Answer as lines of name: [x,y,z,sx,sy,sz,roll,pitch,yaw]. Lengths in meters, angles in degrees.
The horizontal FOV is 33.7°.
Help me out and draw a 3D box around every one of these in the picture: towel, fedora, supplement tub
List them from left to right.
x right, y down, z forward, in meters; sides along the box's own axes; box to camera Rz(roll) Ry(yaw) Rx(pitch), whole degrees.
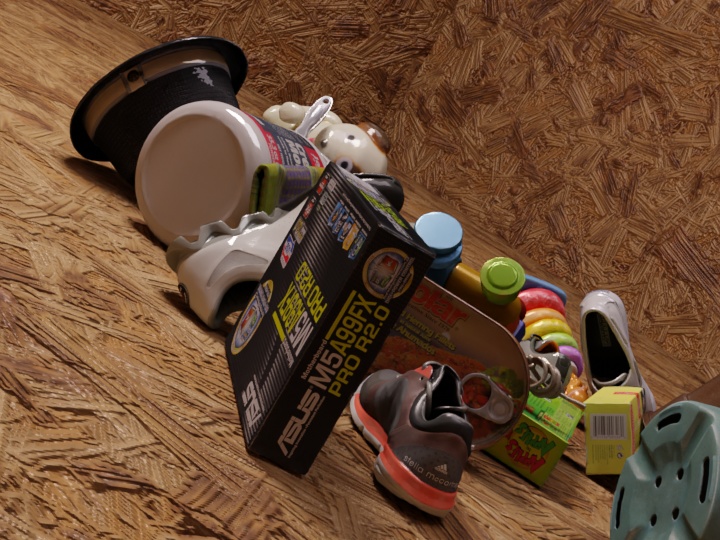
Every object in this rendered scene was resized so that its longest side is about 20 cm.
fedora: [-0.190,-0.146,1.212,0.092,0.200,0.200,61,19,18]
supplement tub: [-0.110,-0.077,1.148,0.140,0.141,0.200,34,10,22]
towel: [-0.050,-0.024,1.077,0.023,0.145,0.200,2,1,21]

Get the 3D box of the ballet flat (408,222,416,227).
ballet flat: [0.000,0.000,1.095,0.063,0.068,0.200,36,39,-4]

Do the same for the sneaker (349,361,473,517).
sneaker: [0.049,0.103,0.860,0.077,0.082,0.200,28,9,-15]

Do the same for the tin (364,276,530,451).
tin: [0.047,0.065,0.974,0.199,0.113,0.042,33,10,13]

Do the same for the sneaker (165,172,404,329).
sneaker: [-0.046,-0.009,0.944,0.074,0.198,0.089,83,-18,-57]

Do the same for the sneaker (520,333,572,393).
sneaker: [0.186,0.107,1.316,0.073,0.080,0.200,27,4,-15]

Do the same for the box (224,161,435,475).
box: [-0.029,0.022,0.800,0.044,0.161,0.200,29,9,-17]

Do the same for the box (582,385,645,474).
box: [0.271,0.166,1.259,0.050,0.076,0.200,-2,-3,18]

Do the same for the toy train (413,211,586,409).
toy train: [0.120,0.035,1.018,0.199,0.085,0.116,31,-31,16]

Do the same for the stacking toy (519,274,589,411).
stacking toy: [0.230,0.107,1.457,0.109,0.117,0.201,21,24,-33]

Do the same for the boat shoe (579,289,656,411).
boat shoe: [0.292,0.126,1.390,0.065,0.073,0.202,-41,112,-61]

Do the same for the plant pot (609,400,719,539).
plant pot: [0.308,0.199,0.900,0.194,0.202,0.200,21,10,-11]

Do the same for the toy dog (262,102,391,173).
toy dog: [-0.046,-0.123,1.489,0.194,0.140,0.199,40,-19,-20]

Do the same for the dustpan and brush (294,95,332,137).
dustpan and brush: [-0.089,-0.127,1.370,0.139,0.057,0.200,31,52,7]

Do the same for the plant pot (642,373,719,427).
plant pot: [0.433,0.168,1.239,0.200,0.198,0.201,43,16,-16]

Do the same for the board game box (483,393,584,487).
board game box: [0.150,0.138,1.121,0.101,0.048,0.200,32,8,12]
